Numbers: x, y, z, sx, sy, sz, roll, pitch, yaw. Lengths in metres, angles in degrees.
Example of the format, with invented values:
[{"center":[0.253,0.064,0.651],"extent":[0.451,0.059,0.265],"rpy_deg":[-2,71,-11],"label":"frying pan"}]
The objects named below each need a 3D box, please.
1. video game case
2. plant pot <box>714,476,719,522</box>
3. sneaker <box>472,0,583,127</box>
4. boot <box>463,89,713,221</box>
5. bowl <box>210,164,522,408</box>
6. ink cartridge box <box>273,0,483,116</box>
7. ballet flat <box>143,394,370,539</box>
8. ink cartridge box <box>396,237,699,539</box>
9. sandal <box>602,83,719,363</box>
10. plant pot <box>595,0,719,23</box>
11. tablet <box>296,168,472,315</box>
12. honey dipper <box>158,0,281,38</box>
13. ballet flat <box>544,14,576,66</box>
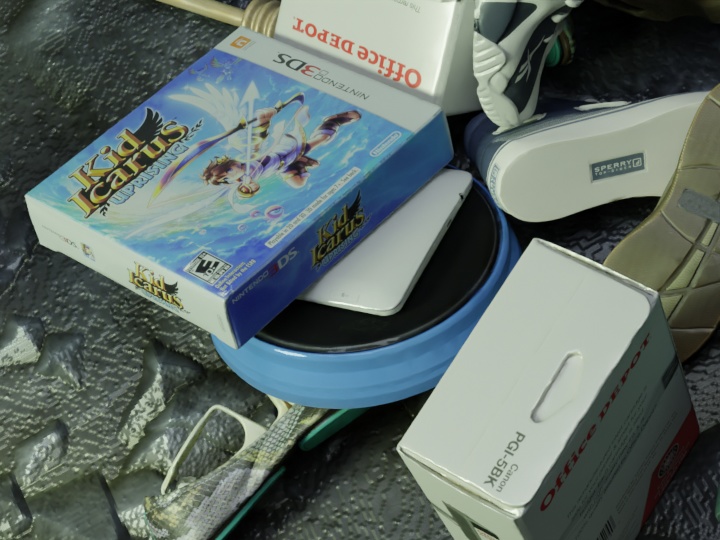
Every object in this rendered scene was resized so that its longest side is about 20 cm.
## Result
[{"center":[-0.075,-0.058,1.360],"extent":[0.181,0.046,0.200],"rpy_deg":[25,54,37],"label":"video game case"},{"center":[0.289,0.062,1.216],"extent":[0.199,0.200,0.197],"rpy_deg":[12,77,20],"label":"plant pot"},{"center":[0.133,-0.176,1.298],"extent":[0.129,0.200,0.080],"rpy_deg":[3,22,7],"label":"sneaker"},{"center":[0.167,-0.086,1.379],"extent":[0.199,0.073,0.090],"rpy_deg":[-7,27,-11],"label":"boot"},{"center":[0.000,0.000,1.360],"extent":[0.199,0.040,0.201],"rpy_deg":[-8,41,7],"label":"bowl"},{"center":[0.039,-0.216,1.401],"extent":[0.145,0.084,0.201],"rpy_deg":[28,114,35],"label":"ink cartridge box"},{"center":[-0.055,0.096,1.347],"extent":[0.200,0.072,0.072],"rpy_deg":[-42,62,-5],"label":"ballet flat"},{"center":[0.110,0.094,1.233],"extent":[0.083,0.200,0.147],"rpy_deg":[28,74,26],"label":"ink cartridge box"},{"center":[0.205,-0.024,1.336],"extent":[0.080,0.054,0.201],"rpy_deg":[29,97,15],"label":"sandal"},{"center":[0.209,-0.264,1.398],"extent":[0.199,0.200,0.185],"rpy_deg":[6,77,18],"label":"plant pot"},{"center":[-0.042,-0.034,1.368],"extent":[0.199,0.014,0.130],"rpy_deg":[11,46,24],"label":"tablet"},{"center":[-0.117,-0.187,1.528],"extent":[0.199,0.038,0.038],"rpy_deg":[21,72,27],"label":"honey dipper"},{"center":[0.085,-0.211,1.467],"extent":[0.074,0.074,0.200],"rpy_deg":[-45,66,-9],"label":"ballet flat"}]
